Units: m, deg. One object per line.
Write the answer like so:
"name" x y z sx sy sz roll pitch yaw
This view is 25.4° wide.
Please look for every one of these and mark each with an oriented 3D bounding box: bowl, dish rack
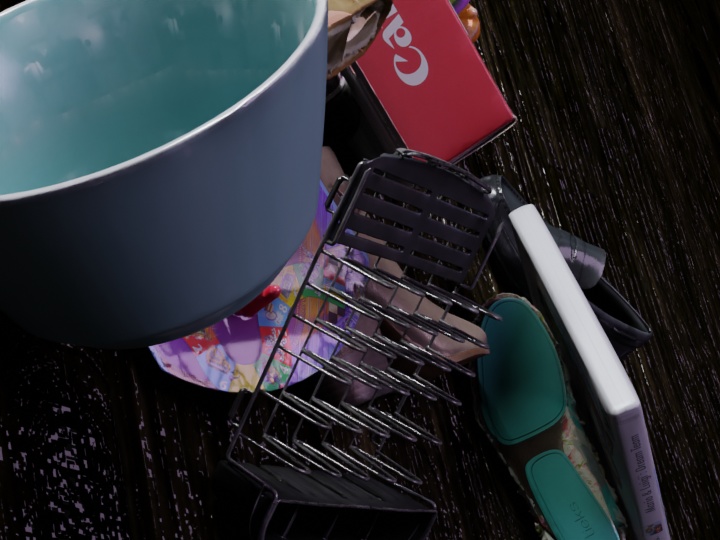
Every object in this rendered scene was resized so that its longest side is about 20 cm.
"bowl" -0.096 -0.042 0.671 0.201 0.199 0.106 -76 154 -55
"dish rack" 0.012 0.043 0.798 0.054 0.201 0.153 28 6 32

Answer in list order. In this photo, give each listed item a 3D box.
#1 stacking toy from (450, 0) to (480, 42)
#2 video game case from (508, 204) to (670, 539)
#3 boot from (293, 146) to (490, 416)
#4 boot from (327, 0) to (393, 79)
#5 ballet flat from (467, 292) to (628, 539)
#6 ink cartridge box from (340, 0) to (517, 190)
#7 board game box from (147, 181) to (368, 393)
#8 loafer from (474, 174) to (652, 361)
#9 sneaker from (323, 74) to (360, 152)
"stacking toy" 0.049 -0.231 1.233 0.200 0.109 0.117 45 16 -58
"video game case" 0.158 0.081 1.094 0.201 0.024 0.183 -112 -179 -46
"boot" 0.000 0.000 0.928 0.200 0.070 0.147 -10 76 -63
"boot" -0.095 -0.165 0.789 0.199 0.066 0.175 38 35 7
"ballet flat" 0.119 0.115 1.077 0.064 0.075 0.202 116 -44 -82
"ink cartridge box" 0.005 -0.156 0.981 0.201 0.083 0.176 59 -7 -12
"board game box" -0.067 -0.040 0.795 0.158 0.039 0.201 -31 89 -45
"loafer" 0.156 -0.003 1.238 0.201 0.070 0.068 50 28 -28
"sneaker" -0.075 -0.151 0.925 0.200 0.075 0.116 35 34 -45
